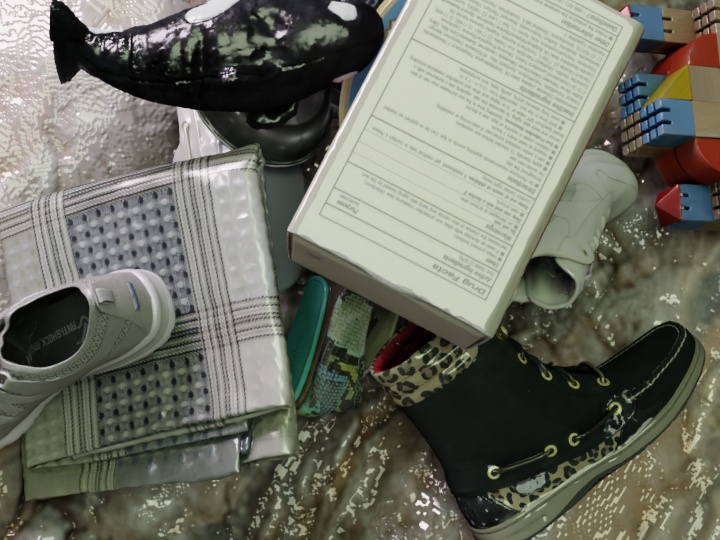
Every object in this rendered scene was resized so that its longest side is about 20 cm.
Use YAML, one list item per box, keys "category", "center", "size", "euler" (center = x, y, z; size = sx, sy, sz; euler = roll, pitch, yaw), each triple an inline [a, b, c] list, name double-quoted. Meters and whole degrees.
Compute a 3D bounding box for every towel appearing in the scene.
- category: "towel"
  center: [-0.136, 0.036, 0.991]
  size: [0.192, 0.035, 0.201]
  euler: [-12, 79, 16]

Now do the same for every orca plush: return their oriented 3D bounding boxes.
- category: "orca plush"
  center: [-0.083, -0.134, 0.943]
  size: [0.199, 0.071, 0.105]
  euler: [10, 106, -10]

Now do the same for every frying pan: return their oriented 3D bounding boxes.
- category: "frying pan"
  center: [-0.033, -0.101, 1.043]
  size: [0.190, 0.031, 0.115]
  euler: [37, 52, -19]

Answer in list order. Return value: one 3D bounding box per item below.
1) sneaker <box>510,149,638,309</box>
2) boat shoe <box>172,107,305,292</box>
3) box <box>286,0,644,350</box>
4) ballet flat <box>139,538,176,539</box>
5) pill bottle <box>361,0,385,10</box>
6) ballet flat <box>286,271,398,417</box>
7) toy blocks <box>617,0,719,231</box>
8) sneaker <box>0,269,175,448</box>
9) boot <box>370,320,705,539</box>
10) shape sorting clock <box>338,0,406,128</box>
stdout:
- category: "sneaker"
  center: [0.124, -0.019, 1.047]
  size: [0.200, 0.075, 0.100]
  euler: [-19, 61, -42]
- category: "boat shoe"
  center: [-0.089, -0.075, 1.055]
  size: [0.071, 0.070, 0.200]
  euler: [4, 70, -53]
- category: "box"
  center: [0.057, -0.072, 0.923]
  size: [0.128, 0.109, 0.200]
  euler: [28, 82, 1]
- category: "ballet flat"
  center: [-0.180, 0.205, 0.972]
  size: [0.199, 0.069, 0.070]
  euler: [-9, 80, -13]
- category: "pill bottle"
  center: [0.000, -0.206, 1.047]
  size: [0.200, 0.111, 0.111]
  euler: [20, 72, -35]
- category: "ballet flat"
  center: [0.000, 0.000, 1.028]
  size: [0.074, 0.074, 0.200]
  euler: [16, 105, -7]
- category: "toy blocks"
  center: [0.239, -0.106, 1.093]
  size: [0.136, 0.100, 0.201]
  euler: [1, 77, -22]
- category: "sneaker"
  center: [-0.213, 0.050, 0.961]
  size: [0.200, 0.082, 0.075]
  euler: [-32, 71, 15]
- category: "boot"
  center: [0.117, 0.064, 1.037]
  size: [0.203, 0.073, 0.154]
  euler: [-40, 107, -13]
- category: "shape sorting clock"
  center: [0.079, -0.118, 1.052]
  size: [0.200, 0.200, 0.039]
  euler: [-22, 41, -15]
